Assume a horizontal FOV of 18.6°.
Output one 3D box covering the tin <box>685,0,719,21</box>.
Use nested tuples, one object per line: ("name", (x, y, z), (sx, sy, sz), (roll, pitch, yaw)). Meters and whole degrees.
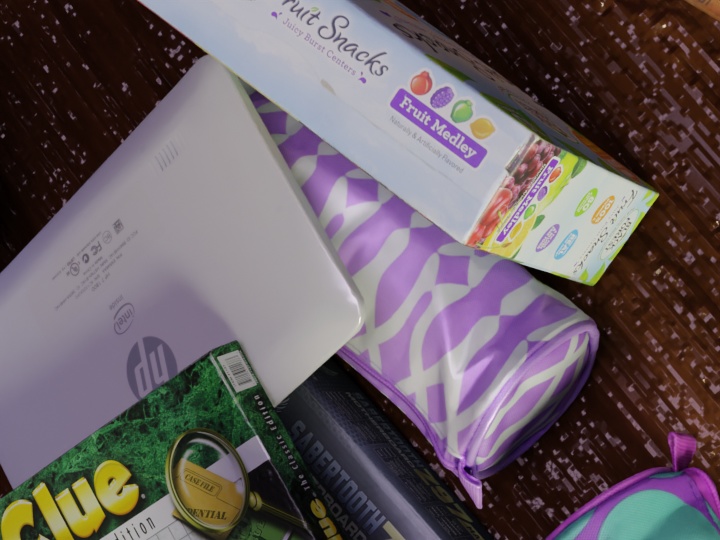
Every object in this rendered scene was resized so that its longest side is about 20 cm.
("tin", (0.106, -0.160, 0.824), (0.200, 0.112, 0.042), (36, 77, 23))

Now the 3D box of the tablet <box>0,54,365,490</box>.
("tablet", (-0.089, 0.023, 0.881), (0.200, 0.014, 0.130), (-43, 67, 32))

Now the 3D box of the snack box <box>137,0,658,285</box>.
("snack box", (0.006, -0.076, 0.848), (0.200, 0.142, 0.053), (39, 102, 24))

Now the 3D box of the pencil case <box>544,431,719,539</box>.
("pencil case", (0.144, 0.164, 0.795), (0.092, 0.085, 0.200), (-44, 69, 16))

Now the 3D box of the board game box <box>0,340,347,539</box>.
("board game box", (-0.095, 0.120, 0.875), (0.200, 0.023, 0.105), (-36, 78, 33))

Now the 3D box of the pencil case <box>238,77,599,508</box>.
("pencil case", (0.000, 0.000, 0.876), (0.200, 0.084, 0.085), (37, 67, 25))

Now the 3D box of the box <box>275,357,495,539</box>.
("box", (-0.029, 0.137, 0.898), (0.200, 0.051, 0.158), (46, 106, 22))
